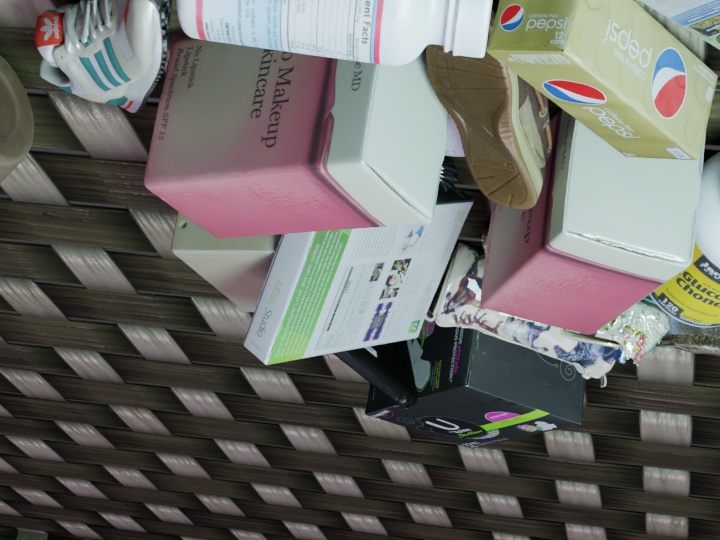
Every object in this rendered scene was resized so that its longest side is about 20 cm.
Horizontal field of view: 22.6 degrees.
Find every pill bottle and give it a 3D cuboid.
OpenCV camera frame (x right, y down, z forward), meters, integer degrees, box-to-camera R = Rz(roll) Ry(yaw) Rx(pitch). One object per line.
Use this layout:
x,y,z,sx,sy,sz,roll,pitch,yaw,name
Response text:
-0.013,-0.192,1.166,0.198,0.109,0.109,8,160,3,pill bottle
0.302,-0.033,1.444,0.111,0.113,0.200,12,160,-5,pill bottle

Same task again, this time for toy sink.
-0.069,-0.038,1.583,0.111,0.131,0.200,0,159,25,toy sink

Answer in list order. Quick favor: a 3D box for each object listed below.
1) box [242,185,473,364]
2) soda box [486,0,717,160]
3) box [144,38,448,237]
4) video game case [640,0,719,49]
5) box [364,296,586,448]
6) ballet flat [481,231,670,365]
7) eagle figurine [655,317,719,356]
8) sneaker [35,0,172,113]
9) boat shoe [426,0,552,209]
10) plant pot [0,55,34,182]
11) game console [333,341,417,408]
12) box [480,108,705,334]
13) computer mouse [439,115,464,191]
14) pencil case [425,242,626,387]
0.000,0.000,1.523,0.036,0.145,0.199,36,-153,31,box
0.171,-0.143,1.246,0.064,0.068,0.200,6,166,38,soda box
-0.046,-0.107,1.362,0.199,0.129,0.109,-4,156,32,box
0.265,-0.185,1.185,0.199,0.018,0.143,24,155,-33,video game case
0.122,0.097,1.869,0.148,0.125,0.200,19,159,-26,box
0.183,0.025,1.626,0.199,0.064,0.076,26,-176,29,ballet flat
0.368,0.070,1.721,0.200,0.151,0.152,40,118,9,eagle figurine
-0.196,-0.174,1.354,0.093,0.071,0.200,8,164,-13,sneaker
0.105,-0.137,1.327,0.072,0.072,0.201,13,144,35,boat shoe
-0.368,-0.106,1.492,0.174,0.201,0.200,-22,147,27,plant pot
-0.051,0.053,1.813,0.116,0.177,0.200,-32,132,22,game console
0.183,-0.043,1.449,0.108,0.129,0.200,14,159,-11,box
0.063,-0.108,1.455,0.109,0.044,0.200,18,159,-20,computer mouse
0.161,0.041,1.729,0.199,0.090,0.078,18,165,-6,pencil case
